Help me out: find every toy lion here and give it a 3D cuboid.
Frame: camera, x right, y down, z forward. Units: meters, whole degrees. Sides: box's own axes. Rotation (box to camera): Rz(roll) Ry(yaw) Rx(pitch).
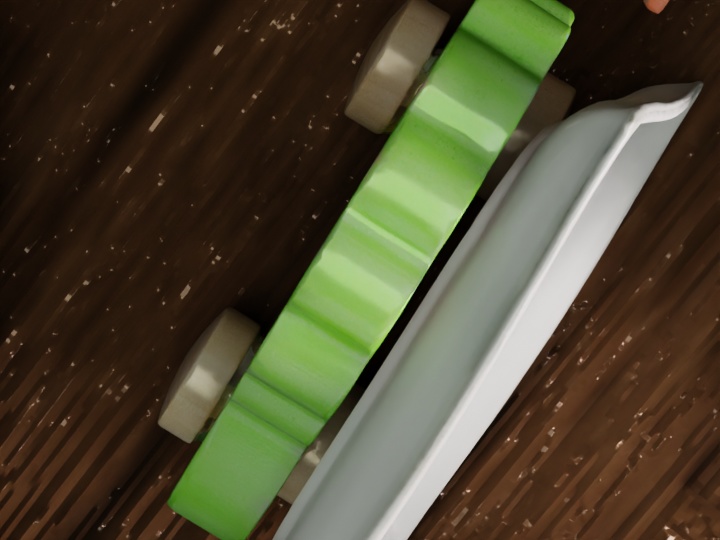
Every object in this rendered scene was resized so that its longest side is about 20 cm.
[{"bbox_3d":[0.000,0.000,0.658,0.069,0.192,0.200,32,104,-1],"label":"toy lion"}]

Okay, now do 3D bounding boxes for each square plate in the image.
[{"bbox_3d":[0.033,0.026,0.661,0.028,0.198,0.200,34,103,7],"label":"square plate"}]

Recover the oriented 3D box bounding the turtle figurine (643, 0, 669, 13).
[{"bbox_3d":[0.190,-0.126,0.680,0.161,0.064,0.200,38,94,-12],"label":"turtle figurine"}]
